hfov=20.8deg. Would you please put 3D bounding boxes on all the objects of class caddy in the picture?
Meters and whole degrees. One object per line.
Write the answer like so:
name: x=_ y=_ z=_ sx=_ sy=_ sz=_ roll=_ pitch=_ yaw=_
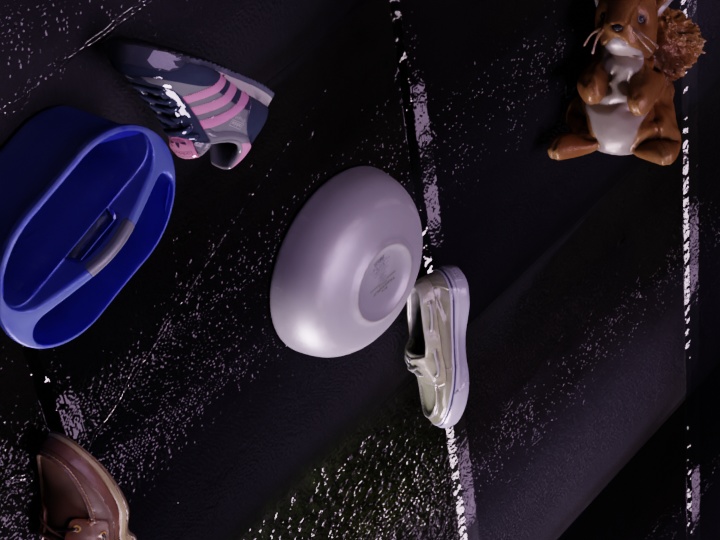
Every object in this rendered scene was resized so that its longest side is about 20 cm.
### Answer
caddy: x=-0.230 y=-0.034 z=1.554 sx=0.200 sy=0.105 sz=0.141 roll=-53 pitch=146 yaw=-18

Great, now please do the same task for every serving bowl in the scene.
serving bowl: x=0.000 y=0.000 z=1.943 sx=0.200 sy=0.066 sz=0.200 roll=-32 pitch=134 yaw=-40

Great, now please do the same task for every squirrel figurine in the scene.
squirrel figurine: x=0.301 y=-0.233 z=2.182 sx=0.200 sy=0.141 sz=0.187 roll=-41 pitch=132 yaw=-54

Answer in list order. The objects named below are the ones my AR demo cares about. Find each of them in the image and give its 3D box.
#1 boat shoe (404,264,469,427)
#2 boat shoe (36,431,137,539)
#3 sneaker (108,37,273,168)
boat shoe: x=0.077 y=0.084 z=2.121 sx=0.062 sy=0.072 sz=0.200 roll=-13 pitch=121 yaw=-22
boat shoe: x=-0.248 y=0.223 z=1.733 sx=0.068 sy=0.072 sz=0.200 roll=-47 pitch=146 yaw=-29
sneaker: x=-0.144 y=-0.136 z=1.627 sx=0.200 sy=0.070 sz=0.082 roll=18 pitch=92 yaw=-56
